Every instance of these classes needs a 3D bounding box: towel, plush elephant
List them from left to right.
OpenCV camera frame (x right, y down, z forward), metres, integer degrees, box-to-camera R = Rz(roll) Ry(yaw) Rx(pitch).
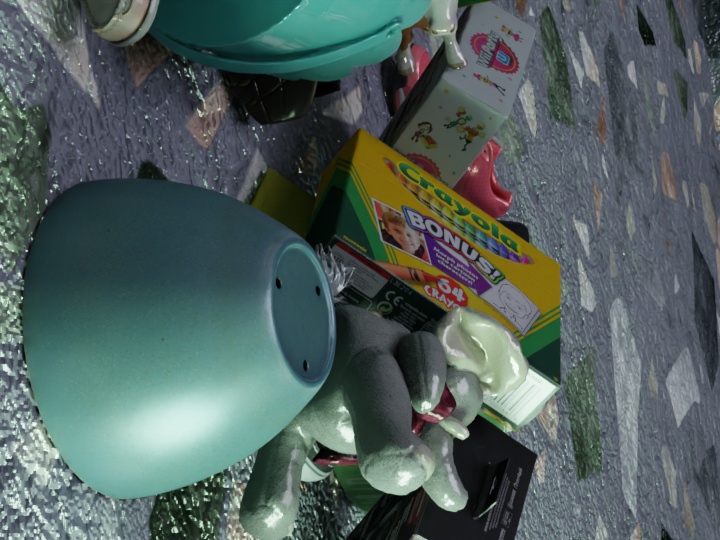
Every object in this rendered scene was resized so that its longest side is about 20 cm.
[{"bbox_3d":[0.000,0.000,1.229,0.200,0.018,0.086,33,34,-9],"label":"towel"},{"bbox_3d":[0.023,0.094,1.078,0.155,0.165,0.201,26,46,-35],"label":"plush elephant"}]

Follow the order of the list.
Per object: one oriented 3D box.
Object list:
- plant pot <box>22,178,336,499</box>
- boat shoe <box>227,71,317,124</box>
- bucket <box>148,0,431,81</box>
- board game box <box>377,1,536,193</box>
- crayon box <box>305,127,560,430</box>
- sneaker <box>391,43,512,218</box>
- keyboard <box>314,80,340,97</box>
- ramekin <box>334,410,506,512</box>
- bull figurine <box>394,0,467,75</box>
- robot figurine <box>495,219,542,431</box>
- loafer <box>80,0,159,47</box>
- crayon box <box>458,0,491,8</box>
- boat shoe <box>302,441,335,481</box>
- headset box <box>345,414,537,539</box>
[{"bbox_3d":[-0.094,0.034,0.988,0.200,0.134,0.201,-8,90,-67],"label":"plant pot"},{"bbox_3d":[-0.069,-0.212,1.216,0.074,0.075,0.201,-43,125,-79],"label":"boat shoe"},{"bbox_3d":[-0.061,-0.228,1.079,0.135,0.207,0.208,1,81,-63],"label":"bucket"},{"bbox_3d":[0.056,-0.108,1.324,0.064,0.200,0.148,31,38,-6],"label":"board game box"},{"bbox_3d":[0.057,0.002,1.200,0.200,0.058,0.173,34,30,-13],"label":"crayon box"},{"bbox_3d":[0.093,-0.132,1.548,0.074,0.086,0.201,-65,140,-54],"label":"sneaker"},{"bbox_3d":[-0.040,-0.237,1.262,0.104,0.039,0.201,-178,-102,-68],"label":"keyboard"},{"bbox_3d":[0.044,0.109,1.332,0.200,0.097,0.201,-9,90,-68],"label":"ramekin"},{"bbox_3d":[0.028,-0.213,1.191,0.200,0.065,0.122,51,-22,40],"label":"bull figurine"},{"bbox_3d":[0.115,0.052,1.494,0.150,0.124,0.201,38,48,-51],"label":"robot figurine"},{"bbox_3d":[-0.170,-0.236,1.009,0.063,0.072,0.201,17,59,-47],"label":"loafer"},{"bbox_3d":[0.042,-0.269,1.332,0.058,0.199,0.119,57,32,-44],"label":"crayon box"},{"bbox_3d":[-0.047,0.069,1.185,0.069,0.056,0.201,-60,136,-56],"label":"boat shoe"},{"bbox_3d":[0.047,0.207,1.180,0.077,0.200,0.149,33,35,-6],"label":"headset box"}]
